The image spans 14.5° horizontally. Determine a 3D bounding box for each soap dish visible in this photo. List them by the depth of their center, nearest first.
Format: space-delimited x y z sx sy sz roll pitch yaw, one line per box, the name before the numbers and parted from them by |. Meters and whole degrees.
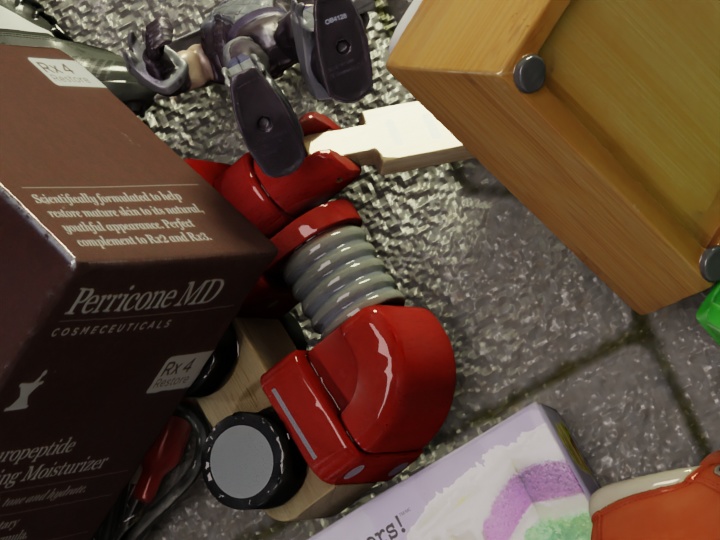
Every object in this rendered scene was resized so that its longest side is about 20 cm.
soap dish | 0.121 -0.094 1.264 0.081 0.200 0.158 16 69 52

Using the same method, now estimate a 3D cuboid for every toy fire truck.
toy fire truck | 0.000 0.000 1.357 0.200 0.129 0.176 -39 71 20

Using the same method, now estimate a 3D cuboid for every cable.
cable | -0.120 0.132 1.415 0.097 0.050 0.201 10 95 25

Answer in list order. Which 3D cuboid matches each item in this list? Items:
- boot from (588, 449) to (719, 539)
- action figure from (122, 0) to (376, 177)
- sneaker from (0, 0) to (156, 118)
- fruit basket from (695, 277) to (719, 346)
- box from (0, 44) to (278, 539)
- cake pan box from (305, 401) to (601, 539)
boot | 0.187 0.121 1.237 0.200 0.075 0.107 -13 60 23
action figure | -0.044 -0.110 1.356 0.130 0.200 0.069 -31 109 -4
sneaker | -0.193 -0.129 1.461 0.200 0.066 0.091 12 88 23
fruit basket | 0.279 0.017 1.236 0.215 0.156 0.216 0 95 -5
box | -0.182 0.020 1.285 0.164 0.166 0.200 43 112 22
cake pan box | 0.049 0.189 1.335 0.200 0.052 0.185 -31 71 12
